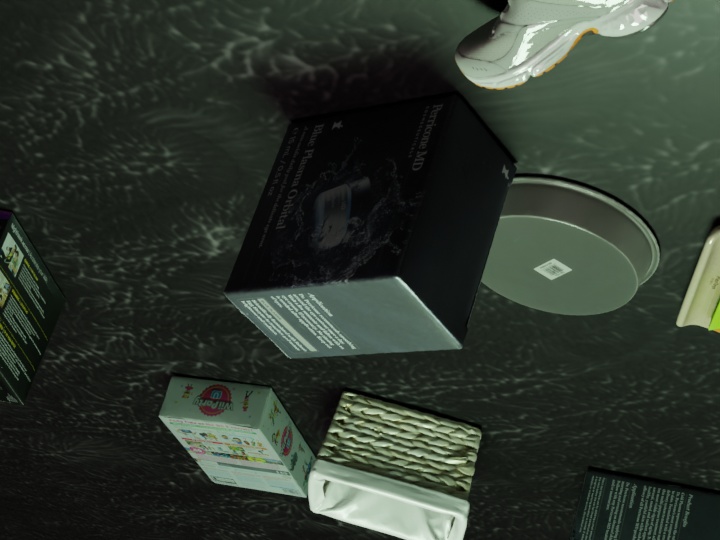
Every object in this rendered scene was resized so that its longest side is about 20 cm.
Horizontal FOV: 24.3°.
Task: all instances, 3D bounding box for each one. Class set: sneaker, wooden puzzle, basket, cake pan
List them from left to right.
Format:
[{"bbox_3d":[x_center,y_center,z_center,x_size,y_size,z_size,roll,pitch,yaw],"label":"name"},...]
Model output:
[{"bbox_3d":[0.046,0.246,2.060,0.199,0.124,0.136,16,152,6],"label":"basket"},{"bbox_3d":[0.139,-0.209,1.268,0.199,0.076,0.092,-22,125,40],"label":"sneaker"},{"bbox_3d":[0.185,-0.017,1.603,0.199,0.037,0.201,14,151,8],"label":"cake pan"},{"bbox_3d":[0.406,0.036,1.566,0.198,0.037,0.185,14,151,7],"label":"wooden puzzle"}]

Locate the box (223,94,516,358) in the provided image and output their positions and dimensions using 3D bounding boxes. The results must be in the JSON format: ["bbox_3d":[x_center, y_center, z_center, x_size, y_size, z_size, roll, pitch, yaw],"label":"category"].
[{"bbox_3d":[0.010,-0.037,1.504,0.199,0.198,0.117,-6,143,37],"label":"box"}]

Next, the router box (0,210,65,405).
[{"bbox_3d":[-0.418,0.044,1.950,0.051,0.150,0.200,9,150,16],"label":"router box"}]

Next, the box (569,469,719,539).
[{"bbox_3d":[0.366,0.356,2.063,0.195,0.125,0.200,10,150,17],"label":"box"}]

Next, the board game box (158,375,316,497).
[{"bbox_3d":[-0.157,0.219,2.198,0.146,0.065,0.200,5,151,21],"label":"board game box"}]
